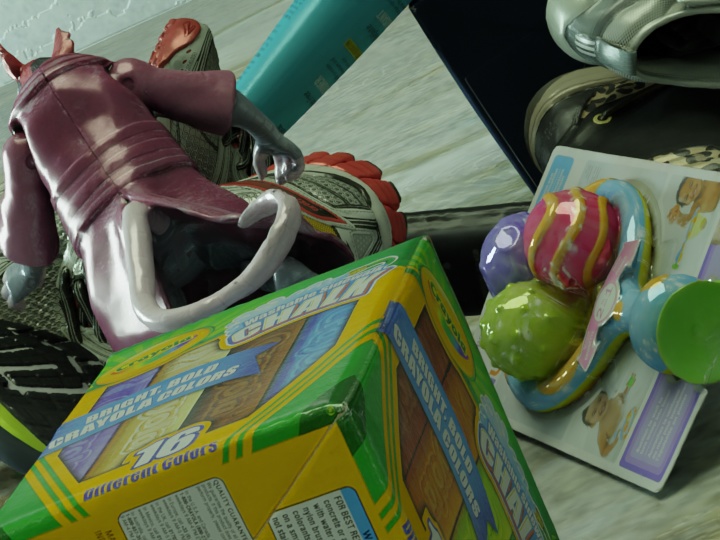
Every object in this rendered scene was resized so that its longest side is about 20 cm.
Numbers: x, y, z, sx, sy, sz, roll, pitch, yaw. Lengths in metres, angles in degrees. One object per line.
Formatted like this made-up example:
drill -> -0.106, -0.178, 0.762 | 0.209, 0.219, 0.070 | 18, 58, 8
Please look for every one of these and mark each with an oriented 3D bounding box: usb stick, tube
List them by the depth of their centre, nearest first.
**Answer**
usb stick -> 0.000, 0.000, 1.114 | 0.199, 0.056, 0.033 | -5, 33, 13
tube -> -0.032, -0.104, 1.240 | 0.200, 0.050, 0.077 | -50, -13, 0

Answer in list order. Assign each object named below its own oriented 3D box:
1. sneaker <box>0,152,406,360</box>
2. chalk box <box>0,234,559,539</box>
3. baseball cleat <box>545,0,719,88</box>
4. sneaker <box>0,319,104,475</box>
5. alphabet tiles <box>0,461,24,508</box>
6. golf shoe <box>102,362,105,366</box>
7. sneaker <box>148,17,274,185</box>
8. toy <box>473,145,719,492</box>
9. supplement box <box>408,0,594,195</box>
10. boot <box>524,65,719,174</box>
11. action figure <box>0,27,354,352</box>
sneaker -> -0.084, -0.002, 1.059 | 0.199, 0.078, 0.082 | -16, 11, 21
chalk box -> -0.016, 0.077, 0.777 | 0.123, 0.125, 0.200 | -21, 14, 17
baseball cleat -> 0.180, -0.124, 1.068 | 0.199, 0.070, 0.106 | -28, 39, -20
sneaker -> -0.168, 0.060, 1.027 | 0.074, 0.081, 0.200 | 2, 11, -39
alphabet tiles -> -0.118, 0.076, 1.039 | 0.195, 0.015, 0.200 | -31, 13, -26
golf shoe -> -0.145, 0.032, 1.272 | 0.199, 0.095, 0.078 | -24, 11, -3
sneaker -> -0.051, -0.037, 1.162 | 0.082, 0.200, 0.078 | -4, 44, 17
toy -> 0.078, 0.006, 0.929 | 0.116, 0.047, 0.200 | -66, 23, -2
supplement box -> 0.137, -0.155, 1.338 | 0.200, 0.135, 0.200 | -33, 12, 5
boot -> 0.174, -0.048, 1.045 | 0.199, 0.074, 0.151 | -6, 24, 1
action figure -> -0.093, -0.022, 0.938 | 0.134, 0.200, 0.149 | -40, -25, 3
